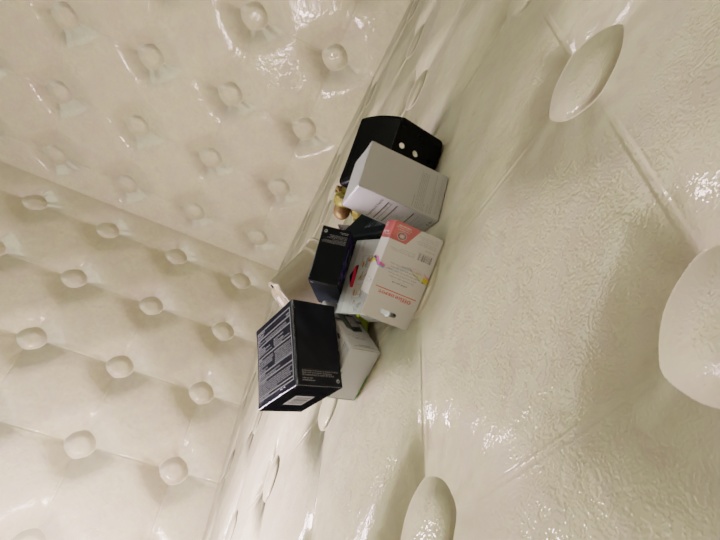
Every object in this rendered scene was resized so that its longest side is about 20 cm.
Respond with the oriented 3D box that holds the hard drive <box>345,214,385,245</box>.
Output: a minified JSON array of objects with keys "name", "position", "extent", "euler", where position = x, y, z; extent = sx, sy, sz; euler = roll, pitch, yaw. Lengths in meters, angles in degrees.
[{"name":"hard drive","position":[0.039,-0.121,1.354],"extent":[0.199,0.033,0.140],"euler":[-4,36,53]}]

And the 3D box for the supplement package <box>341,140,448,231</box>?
[{"name":"supplement package","position":[0.078,-0.182,1.192],"extent":[0.120,0.199,0.122],"euler":[-36,34,65]}]

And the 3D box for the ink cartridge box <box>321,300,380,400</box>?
[{"name":"ink cartridge box","position":[-0.052,0.189,1.255],"extent":[0.147,0.084,0.200],"euler":[-64,33,19]}]

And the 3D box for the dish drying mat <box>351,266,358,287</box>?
[{"name":"dish drying mat","position":[0.000,0.000,1.393],"extent":[0.077,0.018,0.202],"euler":[-16,62,58]}]

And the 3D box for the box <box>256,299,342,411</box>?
[{"name":"box","position":[-0.146,0.202,1.202],"extent":[0.200,0.122,0.200],"euler":[-39,50,45]}]

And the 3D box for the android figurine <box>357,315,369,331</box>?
[{"name":"android figurine","position":[-0.020,0.172,1.373],"extent":[0.182,0.041,0.201],"euler":[136,150,-60]}]

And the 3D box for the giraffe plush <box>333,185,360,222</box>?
[{"name":"giraffe plush","position":[-0.016,-0.202,1.658],"extent":[0.172,0.161,0.202],"euler":[161,129,-72]}]

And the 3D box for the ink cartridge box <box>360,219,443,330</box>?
[{"name":"ink cartridge box","position":[0.078,0.009,1.079],"extent":[0.201,0.116,0.067],"euler":[-68,15,0]}]

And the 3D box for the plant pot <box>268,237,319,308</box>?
[{"name":"plant pot","position":[-0.162,0.036,1.529],"extent":[0.183,0.201,0.200],"euler":[-37,3,-21]}]

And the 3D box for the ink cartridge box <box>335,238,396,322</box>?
[{"name":"ink cartridge box","position":[0.039,0.020,1.211],"extent":[0.173,0.043,0.201],"euler":[-3,64,45]}]

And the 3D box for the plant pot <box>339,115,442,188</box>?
[{"name":"plant pot","position":[0.093,-0.284,1.337],"extent":[0.177,0.199,0.201],"euler":[-4,64,63]}]

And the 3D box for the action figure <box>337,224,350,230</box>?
[{"name":"action figure","position":[-0.012,-0.080,1.494],"extent":[0.192,0.105,0.201],"euler":[-12,43,39]}]

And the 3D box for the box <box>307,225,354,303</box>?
[{"name":"box","position":[-0.066,-0.003,1.299],"extent":[0.200,0.078,0.142],"euler":[80,-155,-71]}]
